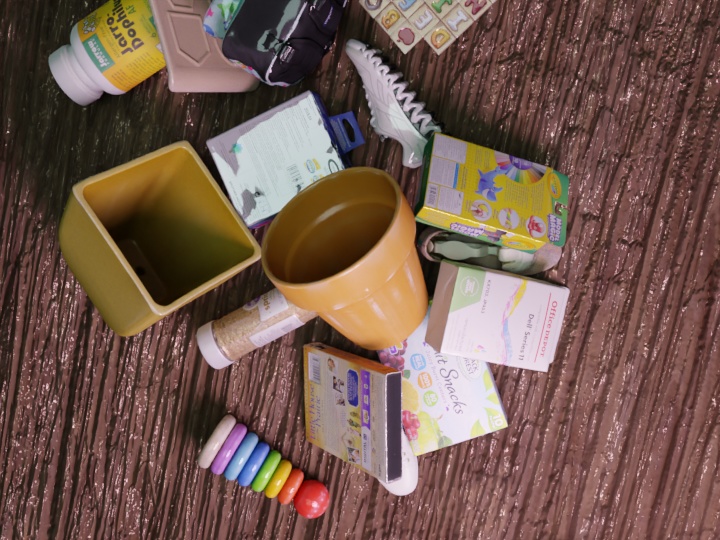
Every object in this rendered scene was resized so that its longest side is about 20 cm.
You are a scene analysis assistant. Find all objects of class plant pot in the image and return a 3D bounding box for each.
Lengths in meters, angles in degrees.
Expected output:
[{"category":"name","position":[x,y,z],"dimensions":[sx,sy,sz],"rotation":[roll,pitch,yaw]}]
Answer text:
[{"category":"plant pot","position":[-0.295,-0.024,1.134],"dimensions":[0.195,0.195,0.200],"rotation":[55,137,0]},{"category":"plant pot","position":[0.000,0.000,1.079],"dimensions":[0.199,0.201,0.184],"rotation":[-26,130,11]}]

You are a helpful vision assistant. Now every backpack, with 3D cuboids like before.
[{"category":"backpack","position":[-0.101,-0.335,1.074],"dimensions":[0.150,0.200,0.179],"rotation":[34,103,9]}]

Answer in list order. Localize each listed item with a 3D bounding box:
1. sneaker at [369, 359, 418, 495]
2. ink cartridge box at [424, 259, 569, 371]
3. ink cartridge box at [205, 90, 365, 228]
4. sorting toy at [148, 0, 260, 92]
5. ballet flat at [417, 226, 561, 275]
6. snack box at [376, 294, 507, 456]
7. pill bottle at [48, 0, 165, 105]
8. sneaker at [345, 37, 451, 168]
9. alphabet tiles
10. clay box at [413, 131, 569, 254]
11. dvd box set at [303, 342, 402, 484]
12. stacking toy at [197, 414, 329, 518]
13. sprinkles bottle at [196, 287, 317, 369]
[{"category":"sneaker","position":[0.028,0.233,1.166],"dimensions":[0.072,0.085,0.202],"rotation":[-19,93,9]},{"category":"ink cartridge box","position":[0.196,0.063,1.090],"dimensions":[0.198,0.067,0.119],"rotation":[11,94,-17]},{"category":"ink cartridge box","position":[-0.094,-0.159,1.151],"dimensions":[0.198,0.076,0.138],"rotation":[-24,92,12]},{"category":"sorting toy","position":[-0.218,-0.341,1.106],"dimensions":[0.036,0.185,0.202],"rotation":[-8,96,32]},{"category":"ballet flat","position":[0.175,-0.025,1.124],"dimensions":[0.198,0.067,0.069],"rotation":[2,98,9]},{"category":"snack box","position":[0.109,0.141,1.158],"dimensions":[0.141,0.053,0.202],"rotation":[-20,92,9]},{"category":"pill bottle","position":[-0.332,-0.319,1.156],"dimensions":[0.199,0.113,0.114],"rotation":[-29,90,11]},{"category":"sneaker","position":[0.037,-0.230,1.128],"dimensions":[0.081,0.075,0.201],"rotation":[-39,88,20]},{"category":"alphabet tiles","position":[0.102,-0.404,1.129],"dimensions":[0.200,0.006,0.167],"rotation":[-42,88,11]},{"category":"clay box","position":[0.175,-0.097,1.083],"dimensions":[0.198,0.048,0.116],"rotation":[16,66,-11]},{"category":"dvd box set","position":[-0.014,0.188,1.124],"dimensions":[0.029,0.199,0.148],"rotation":[-7,100,-35]},{"category":"stacking toy","position":[-0.136,0.299,1.205],"dimensions":[0.199,0.085,0.086],"rotation":[33,100,0]},{"category":"sprinkles bottle","position":[-0.137,0.070,1.185],"dimensions":[0.199,0.068,0.069],"rotation":[-28,91,10]}]
